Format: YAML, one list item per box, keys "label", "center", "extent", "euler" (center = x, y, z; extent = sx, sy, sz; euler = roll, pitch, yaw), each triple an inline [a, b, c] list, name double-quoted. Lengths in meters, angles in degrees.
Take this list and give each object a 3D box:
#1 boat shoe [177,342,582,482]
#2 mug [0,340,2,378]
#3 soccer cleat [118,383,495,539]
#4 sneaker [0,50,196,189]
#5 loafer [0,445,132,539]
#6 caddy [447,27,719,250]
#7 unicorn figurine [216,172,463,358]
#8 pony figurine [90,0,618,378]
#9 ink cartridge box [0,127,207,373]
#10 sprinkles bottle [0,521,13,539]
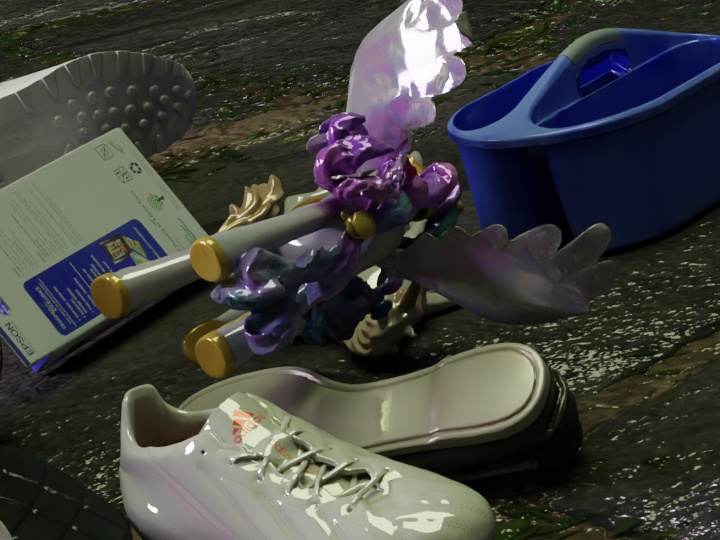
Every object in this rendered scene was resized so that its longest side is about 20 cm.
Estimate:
- label: "boat shoe"
  center: [0.006, 0.079, 1.260]
  extent: [0.200, 0.057, 0.067]
  euler: [-9, 52, 27]
- label: "mug"
  center: [-0.262, 0.068, 1.360]
  extent: [0.177, 0.134, 0.200]
  euler: [-11, 13, 2]
- label: "soccer cleat"
  center: [-0.031, 0.091, 1.177]
  extent: [0.200, 0.078, 0.069]
  euler: [3, 23, 41]
- label: "sneaker"
  center: [-0.200, -0.095, 1.718]
  extent: [0.200, 0.076, 0.080]
  euler: [-14, 15, -23]
- label: "loafer"
  center: [-0.200, 0.117, 1.236]
  extent: [0.200, 0.072, 0.073]
  euler: [12, 29, 9]
- label: "caddy"
  center: [0.140, -0.086, 1.596]
  extent: [0.141, 0.105, 0.200]
  euler: [1, 21, 39]
- label: "unicorn figurine"
  center: [0.000, 0.000, 1.490]
  extent: [0.200, 0.074, 0.137]
  euler: [-1, 28, 38]
- label: "pony figurine"
  center: [-0.002, -0.024, 1.292]
  extent: [0.200, 0.167, 0.193]
  euler: [-28, 5, -32]
- label: "ink cartridge box"
  center: [-0.174, -0.008, 1.593]
  extent: [0.039, 0.099, 0.200]
  euler: [-41, -5, 36]
- label: "sprinkles bottle"
  center: [-0.246, 0.145, 1.184]
  extent: [0.200, 0.068, 0.068]
  euler: [-7, 17, 20]
